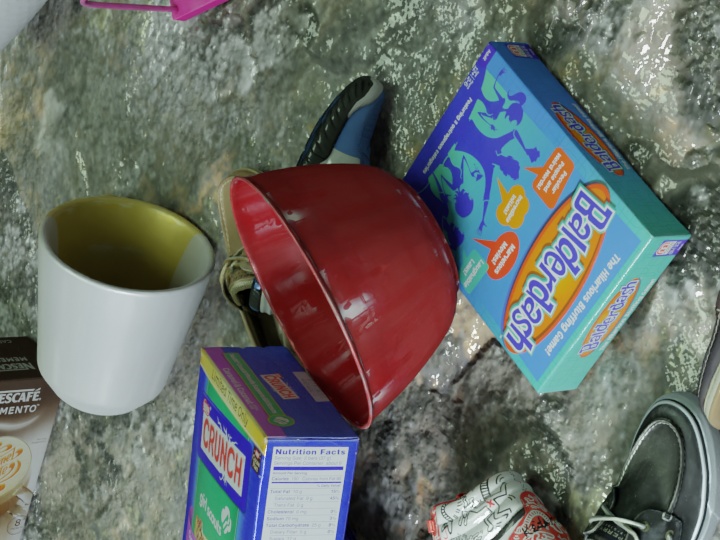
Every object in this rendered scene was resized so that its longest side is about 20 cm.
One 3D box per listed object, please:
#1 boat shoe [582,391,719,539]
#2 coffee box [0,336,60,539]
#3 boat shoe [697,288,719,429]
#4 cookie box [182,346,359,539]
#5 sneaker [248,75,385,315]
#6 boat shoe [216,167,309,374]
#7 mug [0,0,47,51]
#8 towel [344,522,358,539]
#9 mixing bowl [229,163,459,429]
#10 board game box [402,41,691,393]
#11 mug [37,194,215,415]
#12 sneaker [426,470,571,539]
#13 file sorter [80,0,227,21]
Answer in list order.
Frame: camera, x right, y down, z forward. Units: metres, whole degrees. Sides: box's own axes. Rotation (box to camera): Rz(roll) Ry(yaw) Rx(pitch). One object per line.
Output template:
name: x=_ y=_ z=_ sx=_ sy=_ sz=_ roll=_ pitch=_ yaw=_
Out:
boat shoe: x=0.184 y=0.178 z=1.242 sx=0.072 sy=0.071 sz=0.201 roll=24 pitch=108 yaw=44
coffee box: x=-0.370 y=0.169 z=1.804 sx=0.080 sy=0.114 sz=0.200 roll=38 pitch=119 yaw=40
boat shoe: x=0.256 y=0.004 z=1.165 sx=0.065 sy=0.072 sz=0.200 roll=50 pitch=130 yaw=49
cookie box: x=-0.074 y=0.179 z=1.405 sx=0.171 sy=0.075 sz=0.201 roll=-135 pitch=50 yaw=-62
sneaker: x=-0.019 y=-0.053 z=1.462 sx=0.076 sy=0.077 sz=0.200 roll=-103 pitch=34 yaw=-82
boat shoe: x=-0.076 y=0.003 z=1.518 sx=0.071 sy=0.064 sz=0.200 roll=-44 pitch=61 yaw=39
mug: x=-0.335 y=-0.321 z=1.741 sx=0.175 sy=0.147 sz=0.200 roll=-40 pitch=33 yaw=32
towel: x=-0.032 y=0.255 z=1.500 sx=0.200 sy=0.049 sz=0.148 roll=60 pitch=137 yaw=26
mixing bowl: x=0.000 y=0.000 z=1.349 sx=0.200 sy=0.108 sz=0.200 roll=56 pitch=164 yaw=24
board game box: x=0.120 y=-0.038 z=1.321 sx=0.200 sy=0.045 sz=0.152 roll=53 pitch=128 yaw=30
mug: x=-0.206 y=0.031 z=1.633 sx=0.149 sy=0.187 sz=0.153 roll=22 pitch=121 yaw=10
sneaker: x=0.076 y=0.234 z=1.367 sx=0.202 sy=0.067 sz=0.108 roll=-53 pitch=55 yaw=30
file sorter: x=-0.167 y=-0.325 z=1.557 sx=0.139 sy=0.125 sz=0.201 roll=-16 pitch=80 yaw=46
